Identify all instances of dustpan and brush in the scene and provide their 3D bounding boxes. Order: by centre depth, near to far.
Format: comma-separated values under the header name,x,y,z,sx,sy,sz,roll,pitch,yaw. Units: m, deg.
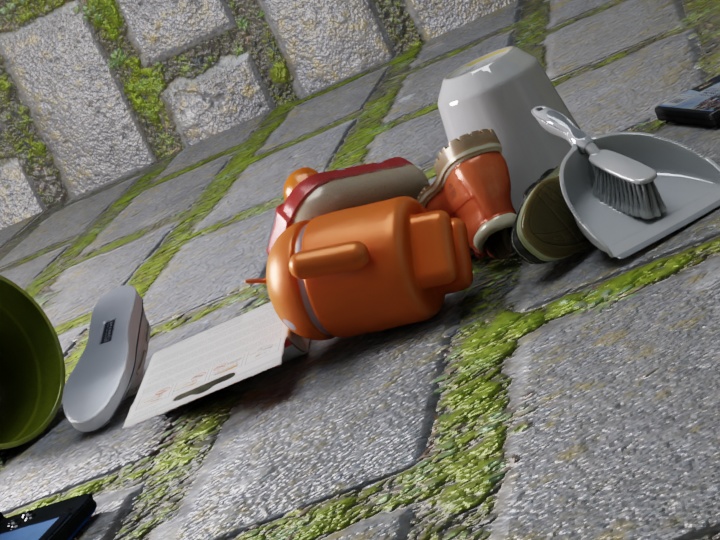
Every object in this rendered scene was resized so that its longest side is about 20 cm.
name,x,y,z,sx,sy,sz,roll,pitch,yaw
dustpan and brush,0.215,-0.095,1.448,0.139,0.057,0.200,-28,33,-19

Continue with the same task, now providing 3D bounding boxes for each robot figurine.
name,x,y,z,sx,sy,sz,roll,pitch,yaw
robot figurine,0.001,0.001,1.483,0.199,0.117,0.144,-12,25,22

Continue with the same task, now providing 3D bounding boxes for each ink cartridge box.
name,x,y,z,sx,sy,sz,roll,pitch,yaw
ink cartridge box,-0.129,0.098,1.527,0.160,0.050,0.200,-23,17,8

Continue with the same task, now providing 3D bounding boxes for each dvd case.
name,x,y,z,sx,sy,sz,roll,pitch,yaw
dvd case,0.425,-0.204,1.727,0.199,0.018,0.143,-27,13,-9

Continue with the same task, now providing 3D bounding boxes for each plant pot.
name,x,y,z,sx,sy,sz,roll,pitch,yaw
plant pot,-0.453,0.125,1.753,0.193,0.201,0.200,-30,7,41

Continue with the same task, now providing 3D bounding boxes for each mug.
name,x,y,z,sx,sy,sz,roll,pitch,yaw
mug,0.152,-0.152,1.733,0.149,0.154,0.187,-26,13,-2

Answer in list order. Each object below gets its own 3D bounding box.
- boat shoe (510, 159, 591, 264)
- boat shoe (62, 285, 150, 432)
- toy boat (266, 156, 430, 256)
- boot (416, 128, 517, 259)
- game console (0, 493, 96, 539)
name,x,y,z,sx,sy,sz,roll,pitch,yaw
boat shoe,0.181,-0.053,1.497,0.066,0.072,0.201,-43,4,39
boat shoe,-0.251,0.101,1.691,0.073,0.065,0.200,-12,38,21
toy boat,-0.026,-0.061,1.655,0.200,0.131,0.131,-14,41,-42
boot,0.109,-0.048,1.584,0.075,0.108,0.200,-20,-16,-10
game console,-0.341,0.209,1.315,0.170,0.119,0.200,-19,15,26
